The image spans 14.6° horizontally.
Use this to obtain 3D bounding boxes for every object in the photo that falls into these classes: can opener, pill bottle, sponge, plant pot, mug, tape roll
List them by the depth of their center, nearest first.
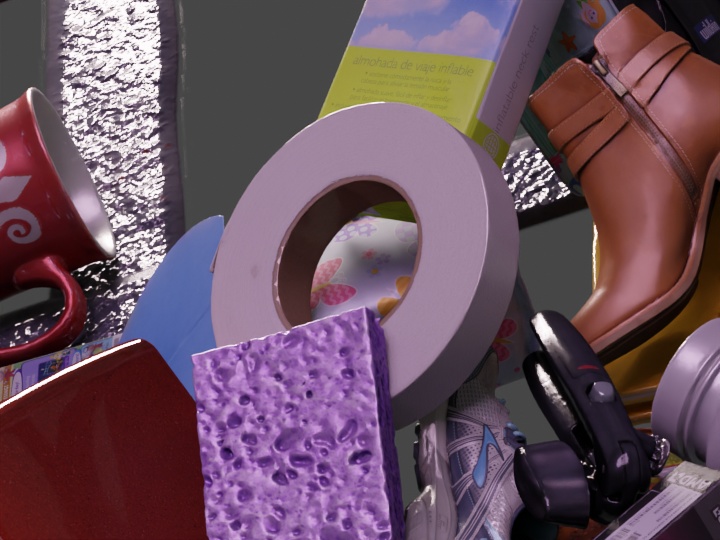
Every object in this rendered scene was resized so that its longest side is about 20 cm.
[{"bbox_3d":[0.259,0.104,1.518,0.200,0.109,0.109,31,62,33],"label":"pill bottle"},{"bbox_3d":[-0.032,0.127,1.554,0.111,0.030,0.201,-14,66,17],"label":"sponge"},{"bbox_3d":[0.122,0.077,1.573,0.078,0.064,0.200,13,27,-13],"label":"can opener"},{"bbox_3d":[-0.170,0.154,1.615,0.176,0.200,0.200,-42,10,-37],"label":"plant pot"},{"bbox_3d":[0.000,0.000,1.640,0.202,0.037,0.204,-17,60,32],"label":"tape roll"},{"bbox_3d":[-0.286,-0.015,1.965,0.199,0.134,0.178,-25,36,5],"label":"mug"}]

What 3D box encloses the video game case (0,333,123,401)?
[{"bbox_3d":[-0.172,0.117,1.833,0.181,0.022,0.200,-16,39,10],"label":"video game case"}]

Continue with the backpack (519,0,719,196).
[{"bbox_3d":[0.168,-0.158,1.812,0.150,0.200,0.177,-28,7,34],"label":"backpack"}]

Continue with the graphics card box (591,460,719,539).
[{"bbox_3d":[0.139,0.209,1.470,0.200,0.126,0.051,-38,19,-19],"label":"graphics card box"}]

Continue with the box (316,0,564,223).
[{"bbox_3d":[0.048,-0.128,1.724,0.122,0.048,0.201,10,72,39],"label":"box"}]

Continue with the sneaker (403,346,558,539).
[{"bbox_3d":[0.075,0.125,1.606,0.086,0.078,0.201,-1,49,10],"label":"sneaker"}]

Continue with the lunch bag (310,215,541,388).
[{"bbox_3d":[0.010,0.001,1.791,0.169,0.127,0.200,-20,32,0],"label":"lunch bag"}]

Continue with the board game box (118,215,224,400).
[{"bbox_3d":[-0.107,0.068,1.776,0.158,0.039,0.200,-52,27,31],"label":"board game box"}]

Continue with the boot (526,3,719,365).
[{"bbox_3d":[0.152,-0.049,1.684,0.155,0.077,0.200,45,93,10],"label":"boot"}]

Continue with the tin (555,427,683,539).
[{"bbox_3d":[0.114,0.157,1.621,0.199,0.042,0.112,-21,42,6],"label":"tin"}]

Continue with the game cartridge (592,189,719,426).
[{"bbox_3d":[0.231,0.006,1.746,0.176,0.033,0.200,-12,37,15],"label":"game cartridge"}]
